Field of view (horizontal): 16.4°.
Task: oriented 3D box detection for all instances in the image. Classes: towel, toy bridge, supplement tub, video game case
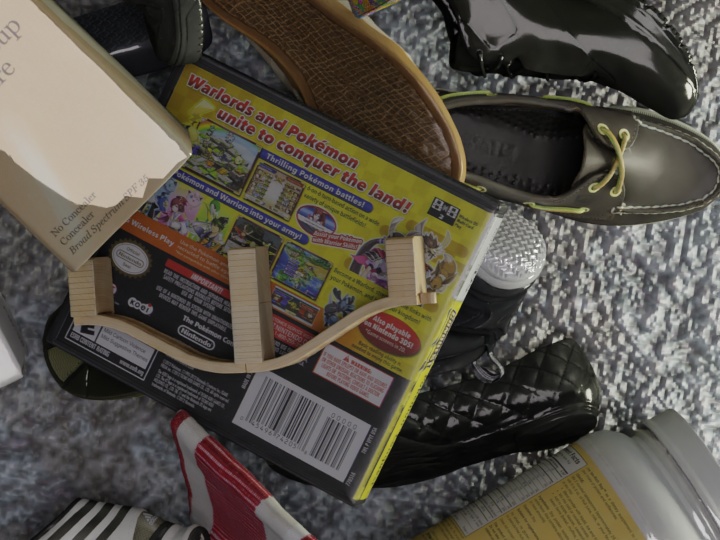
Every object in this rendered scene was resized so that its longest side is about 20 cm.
[{"bbox_3d":[-0.031,0.173,1.361,0.023,0.144,0.200,-40,69,-17],"label":"towel"},{"bbox_3d":[-0.057,0.020,1.328,0.200,0.027,0.067,-3,90,15],"label":"toy bridge"},{"bbox_3d":[0.122,0.180,1.416,0.200,0.145,0.145,-30,99,-4],"label":"supplement tub"},{"bbox_3d":[-0.047,0.002,1.353,0.200,0.026,0.181,27,96,14],"label":"video game case"}]

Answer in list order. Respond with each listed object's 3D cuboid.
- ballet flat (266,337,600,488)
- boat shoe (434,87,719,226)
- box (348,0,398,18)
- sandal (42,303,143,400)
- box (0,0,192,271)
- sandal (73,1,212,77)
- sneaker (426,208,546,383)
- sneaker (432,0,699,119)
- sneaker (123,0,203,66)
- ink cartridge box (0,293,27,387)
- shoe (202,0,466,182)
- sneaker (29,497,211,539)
[{"bbox_3d":[0.041,0.086,1.450,0.200,0.066,0.057,-10,56,-7],"label":"ballet flat"},{"bbox_3d":[0.118,-0.063,1.431,0.201,0.061,0.072,7,95,-8],"label":"boat shoe"},{"bbox_3d":[0.052,-0.264,1.294,0.193,0.122,0.200,-26,95,-13],"label":"box"},{"bbox_3d":[-0.080,0.035,1.406,0.201,0.057,0.080,0,90,20],"label":"sandal"},{"bbox_3d":[-0.189,-0.104,1.300,0.200,0.078,0.095,43,95,-12],"label":"box"},{"bbox_3d":[-0.178,-0.105,1.386,0.200,0.076,0.043,-13,124,-5],"label":"sandal"},{"bbox_3d":[0.000,0.000,1.413,0.200,0.075,0.114,20,121,13],"label":"sneaker"},{"bbox_3d":[0.098,-0.137,1.411,0.200,0.076,0.091,34,81,-1],"label":"sneaker"},{"bbox_3d":[-0.149,-0.195,1.303,0.104,0.060,0.200,-15,113,-12],"label":"sneaker"},{"bbox_3d":[-0.303,0.033,1.375,0.200,0.083,0.147,-27,99,-4],"label":"ink cartridge box"},{"bbox_3d":[-0.010,-0.115,1.384,0.200,0.053,0.070,48,110,9],"label":"shoe"},{"bbox_3d":[-0.164,0.222,1.434,0.115,0.076,0.201,19,102,12],"label":"sneaker"}]
